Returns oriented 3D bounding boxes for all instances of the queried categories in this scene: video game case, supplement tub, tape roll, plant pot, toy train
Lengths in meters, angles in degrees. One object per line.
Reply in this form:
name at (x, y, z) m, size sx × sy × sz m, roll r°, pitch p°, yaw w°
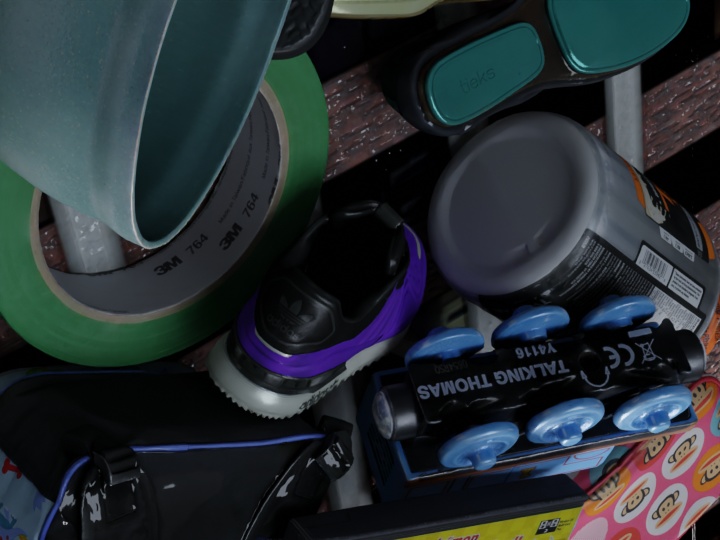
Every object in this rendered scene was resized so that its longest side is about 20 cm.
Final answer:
video game case at (0.019, 0.200, 0.974) m, size 0.200 × 0.026 × 0.181 m, roll -3°, pitch 123°, yaw -39°
supplement tub at (0.141, -0.007, 1.086) m, size 0.200 × 0.123 × 0.123 m, roll 30°, pitch 95°, yaw -49°
tape roll at (-0.110, -0.049, 0.888) m, size 0.200 × 0.048 × 0.201 m, roll -23°, pitch 130°, yaw -30°
plant pot at (-0.112, -0.125, 0.722) m, size 0.200 × 0.134 × 0.200 m, roll 20°, pitch 90°, yaw -84°
toy train at (0.096, 0.075, 1.002) m, size 0.200 × 0.087 × 0.114 m, roll -10°, pitch 154°, yaw -18°

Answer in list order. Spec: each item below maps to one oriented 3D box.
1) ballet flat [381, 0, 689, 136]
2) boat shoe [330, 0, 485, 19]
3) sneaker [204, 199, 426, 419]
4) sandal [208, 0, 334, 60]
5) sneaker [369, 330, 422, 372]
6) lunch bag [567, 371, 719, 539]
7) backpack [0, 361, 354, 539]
ballet flat at (0.094, -0.130, 1.005) m, size 0.200 × 0.073 × 0.073 m, roll -25°, pitch 131°, yaw -27°
boat shoe at (0.024, -0.169, 0.915) m, size 0.201 × 0.073 × 0.063 m, roll -13°, pitch 113°, yaw -36°
sneaker at (0.000, 0.000, 0.941) m, size 0.100 × 0.070 × 0.200 m, roll -58°, pitch 172°, yaw 31°
sandal at (-0.027, -0.198, 0.842) m, size 0.048 × 0.075 × 0.201 m, roll 49°, pitch 58°, yaw -86°
sneaker at (0.038, 0.108, 1.104) m, size 0.106 × 0.075 × 0.200 m, roll -54°, pitch 139°, yaw -3°
lunch bag at (0.180, 0.163, 1.264) m, size 0.200 × 0.082 × 0.176 m, roll -38°, pitch 137°, yaw -17°
backpack at (-0.126, 0.148, 0.930) m, size 0.183 × 0.147 × 0.200 m, roll -1°, pitch 114°, yaw -39°
